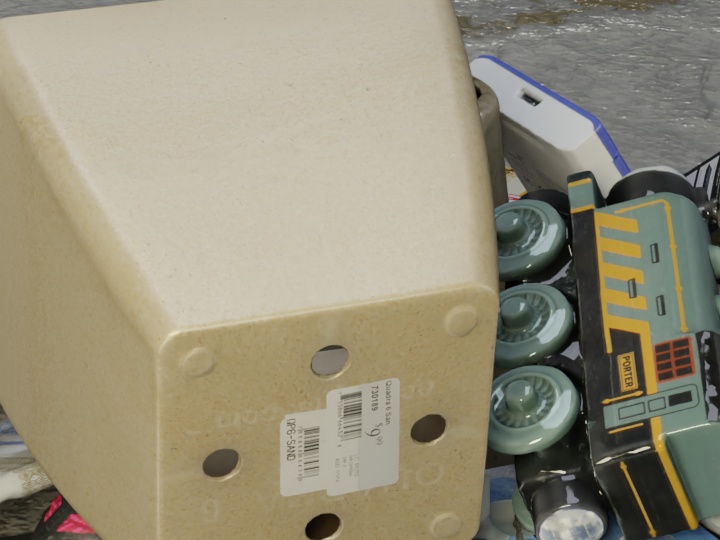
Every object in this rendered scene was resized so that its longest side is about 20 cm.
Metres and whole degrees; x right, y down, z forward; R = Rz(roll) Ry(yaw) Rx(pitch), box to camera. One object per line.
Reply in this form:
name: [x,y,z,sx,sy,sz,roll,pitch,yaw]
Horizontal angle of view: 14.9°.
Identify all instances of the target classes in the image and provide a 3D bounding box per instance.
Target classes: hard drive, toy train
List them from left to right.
toy train: [0.110,0.035,1.201,0.114,0.085,0.200,-14,42,13]
hard drive: [0.130,-0.012,1.387,0.025,0.200,0.132,-39,30,-6]

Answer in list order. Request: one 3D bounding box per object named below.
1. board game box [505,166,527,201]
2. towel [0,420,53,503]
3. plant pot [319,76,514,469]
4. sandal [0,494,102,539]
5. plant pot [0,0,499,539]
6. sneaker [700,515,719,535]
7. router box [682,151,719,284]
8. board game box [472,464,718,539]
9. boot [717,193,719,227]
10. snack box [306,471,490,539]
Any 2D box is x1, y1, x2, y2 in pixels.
board game box: [0.019,-0.028,1.621,0.199,0.046,0.151,11,23,28]
towel: [-0.151,0.087,1.261,0.200,0.024,0.147,-21,8,-34]
plant pot: [0.000,0.000,1.350,0.200,0.184,0.201,0,21,0]
sandal: [-0.094,0.116,1.236,0.199,0.045,0.075,-7,22,-19]
plant pot: [-0.039,0.017,1.121,0.199,0.200,0.177,-8,38,-14]
sneaker: [0.164,0.078,1.252,0.075,0.100,0.200,-46,37,-3]
router box: [0.275,-0.015,1.366,0.199,0.052,0.157,20,-24,-16]
board game box: [0.062,0.145,1.162,0.198,0.044,0.200,-8,22,-23]
boot: [0.262,-0.026,1.226,0.200,0.165,0.066,-38,20,-27]
snack box: [-0.027,0.124,1.128,0.072,0.024,0.200,11,26,31]
